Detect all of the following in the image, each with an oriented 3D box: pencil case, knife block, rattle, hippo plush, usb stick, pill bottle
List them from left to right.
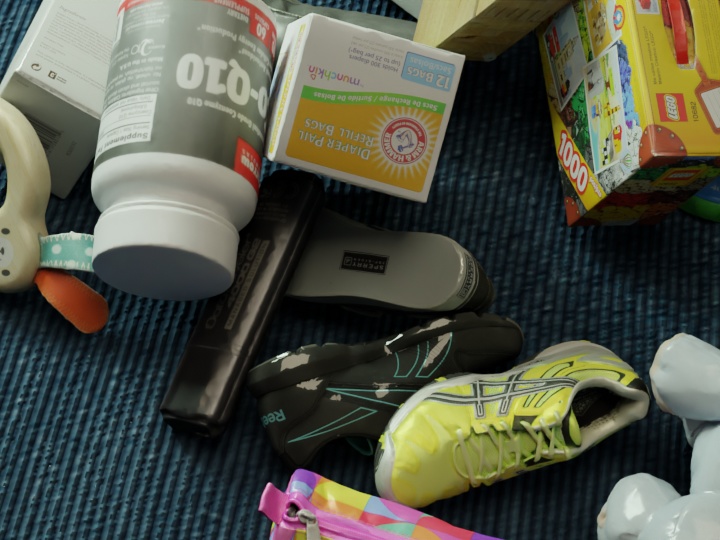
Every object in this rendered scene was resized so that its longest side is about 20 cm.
[{"bbox_3d":[-0.267,-0.038,1.366,0.130,0.143,0.200,-38,73,7],"label":"rattle"},{"bbox_3d":[-0.122,-0.089,1.372,0.113,0.114,0.201,5,67,0],"label":"pill bottle"},{"bbox_3d":[-0.079,0.021,1.370,0.055,0.033,0.201,6,64,37],"label":"usb stick"},{"bbox_3d":[0.032,0.188,1.247,0.199,0.089,0.089,17,51,8],"label":"pencil case"},{"bbox_3d":[0.102,-0.267,1.462,0.064,0.200,0.176,1,70,-31],"label":"knife block"},{"bbox_3d":[0.244,0.154,1.273,0.200,0.159,0.161,22,77,50],"label":"hippo plush"}]

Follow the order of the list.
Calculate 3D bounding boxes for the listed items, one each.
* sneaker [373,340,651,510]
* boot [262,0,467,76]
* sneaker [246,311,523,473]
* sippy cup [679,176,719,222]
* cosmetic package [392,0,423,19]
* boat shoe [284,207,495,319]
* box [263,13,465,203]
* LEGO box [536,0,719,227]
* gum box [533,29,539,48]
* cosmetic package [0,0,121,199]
[{"bbox_3d":[0.099,0.100,1.315,0.200,0.076,0.076,-25,19,-21],"label":"sneaker"},{"bbox_3d":[-0.033,-0.151,1.539,0.199,0.073,0.182,25,52,8],"label":"boot"},{"bbox_3d":[0.022,0.081,1.357,0.199,0.075,0.080,-13,79,-20],"label":"sneaker"},{"bbox_3d":[0.283,-0.127,1.497,0.177,0.131,0.140,13,50,7],"label":"sippy cup"},{"bbox_3d":[0.046,-0.273,1.582,0.090,0.107,0.200,-23,40,-23],"label":"cosmetic package"},{"bbox_3d":[0.000,0.000,1.411,0.199,0.064,0.071,14,80,33],"label":"boat shoe"},{"bbox_3d":[-0.004,-0.113,1.399,0.112,0.200,0.102,15,93,-6],"label":"box"},{"bbox_3d":[0.197,-0.148,1.449,0.077,0.149,0.201,-1,72,-19],"label":"LEGO box"},{"bbox_3d":[0.148,-0.299,1.603,0.044,0.170,0.200,-8,52,-10],"label":"gum box"},{"bbox_3d":[-0.205,-0.168,1.494,0.085,0.108,0.200,29,51,-12],"label":"cosmetic package"}]
